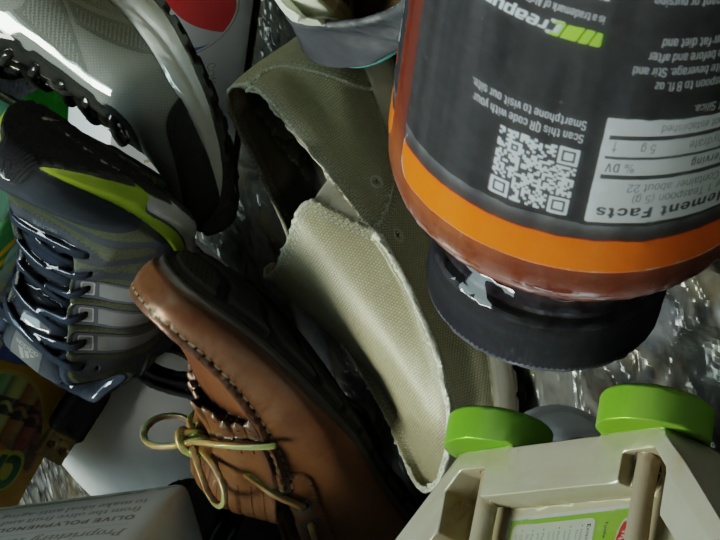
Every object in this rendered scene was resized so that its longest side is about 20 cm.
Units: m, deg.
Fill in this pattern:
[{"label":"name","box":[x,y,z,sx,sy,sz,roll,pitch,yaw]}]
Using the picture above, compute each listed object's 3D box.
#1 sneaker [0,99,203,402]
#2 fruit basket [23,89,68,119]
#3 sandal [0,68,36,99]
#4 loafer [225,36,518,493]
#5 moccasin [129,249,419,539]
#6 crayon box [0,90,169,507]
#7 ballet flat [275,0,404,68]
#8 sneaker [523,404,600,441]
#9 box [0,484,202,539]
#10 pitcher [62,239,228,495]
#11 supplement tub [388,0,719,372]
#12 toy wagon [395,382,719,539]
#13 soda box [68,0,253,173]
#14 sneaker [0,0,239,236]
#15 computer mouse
[{"label":"sneaker","box":[-0.107,0.002,0.779,0.074,0.081,0.200,34,169,20]},{"label":"fruit basket","box":[-0.205,-0.155,1.100,0.215,0.155,0.217,28,131,39]},{"label":"sandal","box":[-0.161,-0.123,0.944,0.043,0.200,0.076,26,111,12]},{"label":"loafer","box":[0.000,0.000,0.764,0.076,0.068,0.201,123,130,-62]},{"label":"moccasin","box":[-0.039,0.069,0.790,0.074,0.078,0.202,54,177,42]},{"label":"crayon box","box":[-0.166,0.030,0.863,0.051,0.201,0.126,31,-178,24]},{"label":"ballet flat","box":[0.009,-0.107,0.671,0.200,0.073,0.073,15,117,64]},{"label":"sneaker","box":[0.101,0.114,0.586,0.115,0.075,0.201,-54,46,51]},{"label":"box","box":[-0.155,0.218,0.786,0.171,0.199,0.200,-59,-42,-66]},{"label":"pitcher","box":[-0.091,0.087,0.988,0.201,0.121,0.172,60,158,9]},{"label":"supplement tub","box":[0.063,-0.067,0.519,0.201,0.106,0.107,98,149,-43]},{"label":"toy wagon","box":[0.063,0.110,0.531,0.200,0.039,0.156,-15,58,53]},{"label":"soda box","box":[-0.094,-0.114,0.928,0.200,0.068,0.064,102,148,-47]},{"label":"sneaker","box":[-0.116,-0.093,0.810,0.200,0.079,0.074,54,172,11]},{"label":"computer mouse","box":[-0.092,0.123,0.875,0.201,0.140,0.046,-62,-7,5]}]
